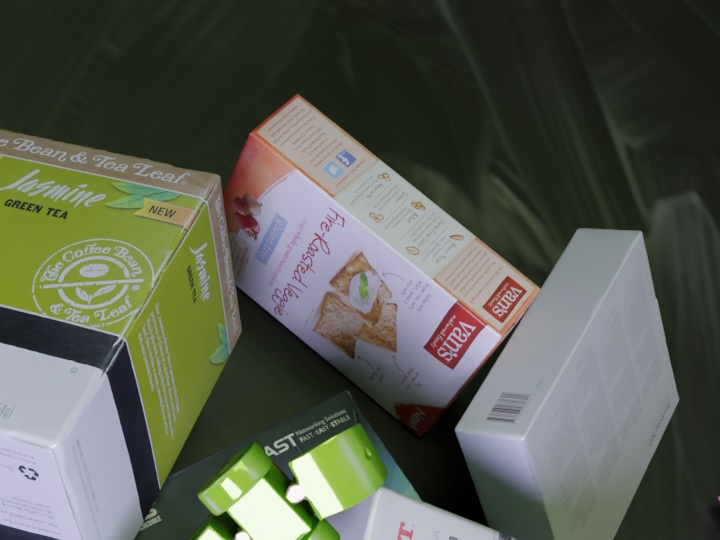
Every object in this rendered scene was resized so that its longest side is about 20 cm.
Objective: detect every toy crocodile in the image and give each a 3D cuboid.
[{"bbox_3d":[-0.073,0.147,0.700,0.068,0.200,0.062,47,6,-3],"label":"toy crocodile"}]

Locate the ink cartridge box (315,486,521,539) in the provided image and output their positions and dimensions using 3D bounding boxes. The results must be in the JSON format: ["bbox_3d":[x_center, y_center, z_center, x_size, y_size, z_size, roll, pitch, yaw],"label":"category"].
[{"bbox_3d":[0.054,0.216,0.741,0.200,0.083,0.145,24,64,-22],"label":"ink cartridge box"}]

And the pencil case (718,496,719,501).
[{"bbox_3d":[0.315,0.224,0.922,0.088,0.088,0.200,-3,56,-26],"label":"pencil case"}]

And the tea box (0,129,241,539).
[{"bbox_3d":[-0.195,0.038,0.756,0.200,0.134,0.197,12,47,14],"label":"tea box"}]

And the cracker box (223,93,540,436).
[{"bbox_3d":[0.000,0.000,0.906,0.200,0.134,0.058,38,50,6],"label":"cracker box"}]

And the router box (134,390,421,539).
[{"bbox_3d":[-0.050,0.176,0.804,0.200,0.062,0.150,-23,67,-34],"label":"router box"}]

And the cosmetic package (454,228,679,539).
[{"bbox_3d":[0.139,0.091,0.898,0.052,0.151,0.200,2,39,34],"label":"cosmetic package"}]
